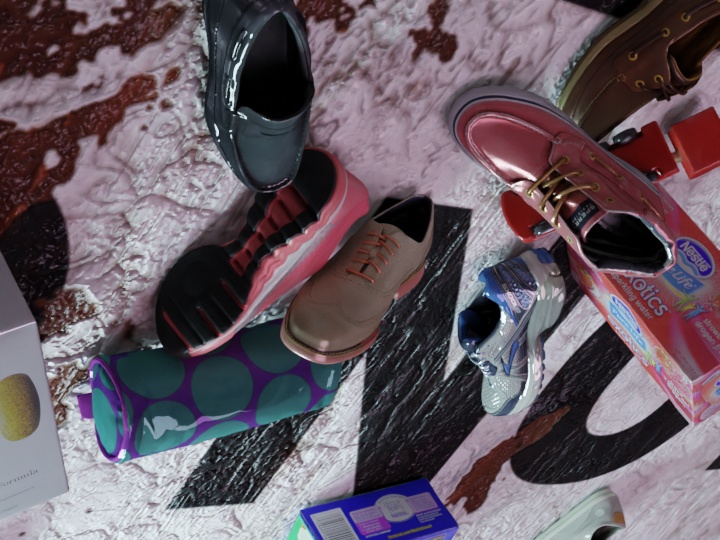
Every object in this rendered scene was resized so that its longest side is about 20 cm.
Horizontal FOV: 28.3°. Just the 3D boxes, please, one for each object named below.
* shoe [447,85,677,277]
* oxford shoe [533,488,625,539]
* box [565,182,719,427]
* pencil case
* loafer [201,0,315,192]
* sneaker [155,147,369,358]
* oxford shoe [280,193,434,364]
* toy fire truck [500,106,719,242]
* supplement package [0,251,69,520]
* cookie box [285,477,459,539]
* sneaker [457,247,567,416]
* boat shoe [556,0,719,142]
[{"bbox_3d":[0.158,-0.066,1.089,0.200,0.091,0.072,28,116,-20],"label":"shoe"},{"bbox_3d":[0.263,0.363,1.841,0.200,0.058,0.075,-42,149,15],"label":"oxford shoe"},{"bbox_3d":[0.281,0.024,1.289,0.102,0.200,0.095,-30,147,-5],"label":"box"},{"bbox_3d":[-0.114,0.089,1.125,0.199,0.092,0.086,-12,102,-30],"label":"pencil case"},{"bbox_3d":[-0.063,-0.115,0.923,0.068,0.070,0.201,-24,146,-16],"label":"loafer"},{"bbox_3d":[-0.067,-0.001,1.065,0.200,0.074,0.087,-43,151,16],"label":"sneaker"},{"bbox_3d":[0.000,0.000,1.084,0.200,0.071,0.074,-51,165,-54],"label":"oxford shoe"},{"bbox_3d":[0.221,-0.081,1.222,0.199,0.049,0.141,-26,173,11],"label":"toy fire truck"},{"bbox_3d":[-0.272,0.075,0.942,0.113,0.110,0.200,-22,145,-20],"label":"supplement package"},{"bbox_3d":[-0.012,0.326,1.529,0.171,0.075,0.200,-8,139,-35],"label":"cookie box"},{"bbox_3d":[0.125,0.061,1.331,0.085,0.077,0.201,-10,133,-18],"label":"sneaker"},{"bbox_3d":[0.231,-0.166,1.117,0.072,0.068,0.200,5,135,-49],"label":"boat shoe"}]
